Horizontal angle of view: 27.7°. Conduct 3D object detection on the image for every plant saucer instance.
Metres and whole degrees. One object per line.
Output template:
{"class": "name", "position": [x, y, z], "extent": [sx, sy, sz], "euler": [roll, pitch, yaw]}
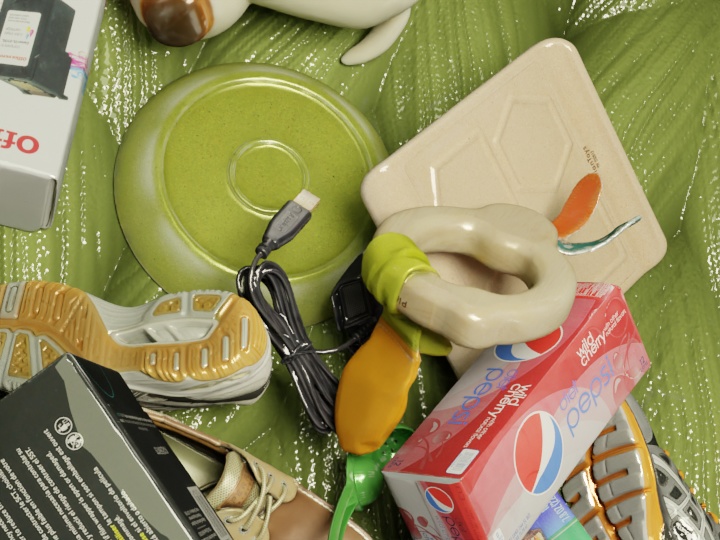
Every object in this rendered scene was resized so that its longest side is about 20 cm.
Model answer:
{"class": "plant saucer", "position": [-0.064, -0.059, 0.985], "extent": [0.200, 0.031, 0.200], "euler": [6, 67, -14]}

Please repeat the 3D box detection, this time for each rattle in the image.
{"class": "rattle", "position": [0.084, 0.027, 0.912], "extent": [0.200, 0.130, 0.143], "euler": [-26, 122, -51]}

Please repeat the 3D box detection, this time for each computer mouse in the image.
{"class": "computer mouse", "position": [0.000, 0.000, 0.949], "extent": [0.200, 0.046, 0.140], "euler": [-43, 110, -32]}

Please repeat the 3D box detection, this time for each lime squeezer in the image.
{"class": "lime squeezer", "position": [0.021, 0.129, 0.910], "extent": [0.071, 0.038, 0.200], "euler": [23, 32, 32]}

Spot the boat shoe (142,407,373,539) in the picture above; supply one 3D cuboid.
{"class": "boat shoe", "position": [-0.082, 0.141, 0.875], "extent": [0.200, 0.074, 0.076], "euler": [24, 64, -6]}

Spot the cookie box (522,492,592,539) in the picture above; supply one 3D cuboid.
{"class": "cookie box", "position": [0.077, 0.252, 0.877], "extent": [0.200, 0.075, 0.171], "euler": [-33, 83, -24]}

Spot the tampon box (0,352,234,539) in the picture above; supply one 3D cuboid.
{"class": "tampon box", "position": [-0.182, 0.154, 0.744], "extent": [0.200, 0.150, 0.126], "euler": [-35, 84, -4]}

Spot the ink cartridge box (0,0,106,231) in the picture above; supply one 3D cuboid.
{"class": "ink cartridge box", "position": [-0.245, -0.143, 0.936], "extent": [0.146, 0.083, 0.200], "euler": [13, 65, -12]}

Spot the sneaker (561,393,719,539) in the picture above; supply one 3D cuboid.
{"class": "sneaker", "position": [0.195, 0.167, 0.954], "extent": [0.077, 0.078, 0.200], "euler": [-10, 75, -34]}

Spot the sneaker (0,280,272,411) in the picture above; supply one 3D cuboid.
{"class": "sneaker", "position": [-0.151, 0.058, 0.892], "extent": [0.200, 0.088, 0.076], "euler": [4, 64, 11]}

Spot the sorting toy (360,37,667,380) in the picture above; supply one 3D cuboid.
{"class": "sorting toy", "position": [0.106, -0.033, 0.987], "extent": [0.200, 0.036, 0.185], "euler": [-38, 108, -29]}

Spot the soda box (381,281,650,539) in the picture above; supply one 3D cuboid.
{"class": "soda box", "position": [0.100, 0.089, 0.896], "extent": [0.200, 0.063, 0.070], "euler": [-45, 120, -38]}

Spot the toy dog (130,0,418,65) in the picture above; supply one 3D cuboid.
{"class": "toy dog", "position": [-0.066, -0.223, 0.993], "extent": [0.200, 0.194, 0.140], "euler": [-13, 50, -8]}
